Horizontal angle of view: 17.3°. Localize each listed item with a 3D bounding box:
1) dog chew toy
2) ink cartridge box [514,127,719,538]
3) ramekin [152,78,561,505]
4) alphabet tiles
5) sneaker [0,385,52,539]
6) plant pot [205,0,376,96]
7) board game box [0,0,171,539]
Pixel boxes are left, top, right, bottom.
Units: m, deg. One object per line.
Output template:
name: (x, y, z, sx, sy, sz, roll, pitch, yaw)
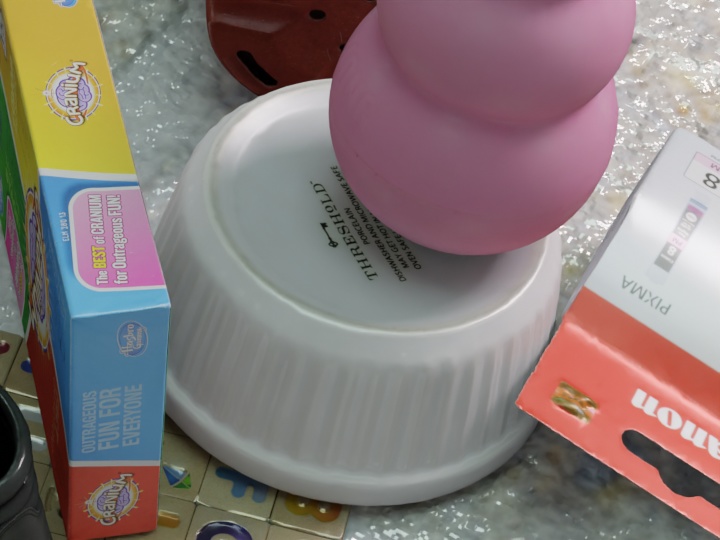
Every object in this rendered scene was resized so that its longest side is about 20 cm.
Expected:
dog chew toy: (0.057, -0.101, 0.970, 0.124, 0.200, 0.125, 7, 47, -8)
ink cartridge box: (0.176, 0.034, 1.063, 0.162, 0.057, 0.200, 32, 34, 3)
ramekin: (0.000, 0.000, 1.066, 0.201, 0.094, 0.203, 8, 46, -8)
alphabet tiles: (-0.100, 0.083, 1.043, 0.199, 0.006, 0.167, 14, 48, 3)
sneaker: (-0.199, 0.056, 0.979, 0.200, 0.099, 0.071, 37, 55, 23)
plant pot: (-0.001, -0.195, 1.192, 0.200, 0.201, 0.196, 4, 57, -6)
board game box: (-0.122, -0.010, 1.014, 0.040, 0.153, 0.200, -7, 50, -14)
